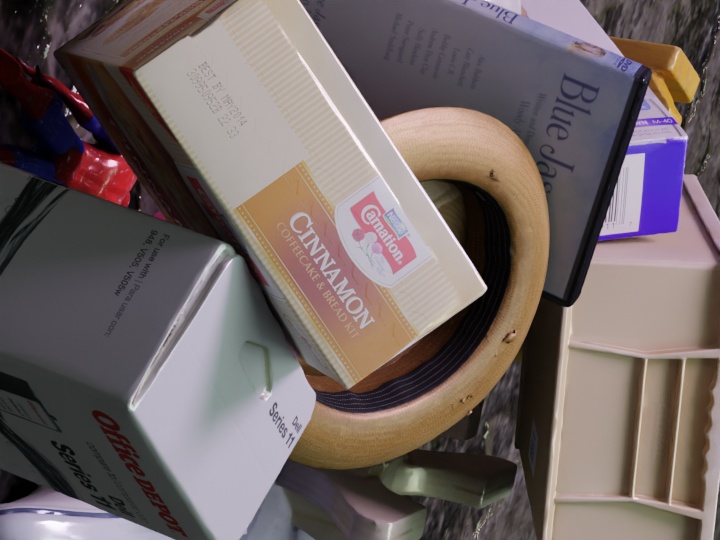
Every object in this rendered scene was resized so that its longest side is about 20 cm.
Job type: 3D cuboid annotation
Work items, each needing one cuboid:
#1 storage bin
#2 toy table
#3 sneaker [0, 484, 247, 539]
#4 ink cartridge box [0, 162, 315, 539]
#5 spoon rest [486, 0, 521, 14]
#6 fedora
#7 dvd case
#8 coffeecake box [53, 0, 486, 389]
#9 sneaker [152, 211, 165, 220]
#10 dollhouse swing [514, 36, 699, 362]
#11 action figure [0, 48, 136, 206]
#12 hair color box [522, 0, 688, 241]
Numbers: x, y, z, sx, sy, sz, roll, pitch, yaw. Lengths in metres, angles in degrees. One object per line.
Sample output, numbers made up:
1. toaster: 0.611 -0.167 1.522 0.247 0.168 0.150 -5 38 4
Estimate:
1. storage bin: 0.144 0.063 1.587 0.200 0.094 0.199 -95 -172 -75
2. toy table: 0.002 0.120 1.636 0.200 0.117 0.184 -34 136 -56
3. sneaker: -0.132 0.110 1.423 0.200 0.073 0.071 -1 77 -60
4. ink cartridge box: -0.135 0.026 1.178 0.083 0.200 0.147 -61 153 -21
5. spoon rest: 0.046 -0.160 1.527 0.200 0.061 0.099 -101 -169 -60
6. fedora: 0.000 0.000 1.403 0.201 0.082 0.201 -17 120 -33
7. dvd case: 0.037 -0.077 1.446 0.018 0.200 0.143 -49 159 -54
8. coffeecake box: -0.043 -0.044 1.190 0.073 0.200 0.154 -36 104 -9
9. sneaker: -0.112 0.040 1.389 0.200 0.074 0.087 -40 135 -57
10. dollhouse swing: 0.154 -0.026 1.813 0.176 0.182 0.200 29 78 -45
11. action figure: -0.143 -0.054 1.292 0.065 0.052 0.200 -64 160 -5
12. hair color box: 0.092 -0.088 1.563 0.109 0.200 0.065 -6 120 -15
